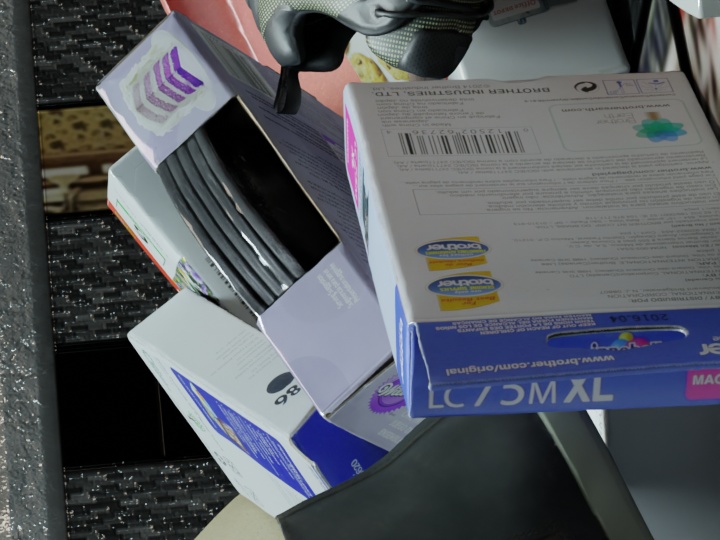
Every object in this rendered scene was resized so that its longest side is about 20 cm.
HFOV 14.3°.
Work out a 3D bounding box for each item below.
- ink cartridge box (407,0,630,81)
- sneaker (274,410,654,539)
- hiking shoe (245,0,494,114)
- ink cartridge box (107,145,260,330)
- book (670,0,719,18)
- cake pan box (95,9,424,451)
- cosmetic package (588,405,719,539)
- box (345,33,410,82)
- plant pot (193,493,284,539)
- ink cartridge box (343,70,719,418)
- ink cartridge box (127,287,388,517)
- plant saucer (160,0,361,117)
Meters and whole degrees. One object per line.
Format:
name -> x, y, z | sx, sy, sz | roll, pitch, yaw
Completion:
ink cartridge box -> 0.054, -0.104, 1.146 | 0.117, 0.067, 0.200 | 98, 157, -72
sneaker -> 0.058, 0.136, 0.903 | 0.200, 0.106, 0.075 | 61, 177, -2
hiking shoe -> 0.035, -0.124, 1.048 | 0.200, 0.076, 0.101 | -21, 82, 43
ink cartridge box -> -0.065, -0.008, 1.313 | 0.109, 0.050, 0.200 | 50, 172, 0
book -> 0.090, -0.187, 0.861 | 0.134, 0.048, 0.200 | -117, 21, -72
cake pan box -> 0.000, 0.000, 1.135 | 0.184, 0.052, 0.200 | 52, -169, 29
cosmetic package -> 0.095, 0.070, 1.017 | 0.151, 0.052, 0.200 | -100, 6, -59
box -> 0.021, -0.098, 1.240 | 0.041, 0.039, 0.200 | -30, 91, 42
plant pot -> 0.010, 0.149, 1.296 | 0.200, 0.200, 0.135 | 107, -174, -78
ink cartridge box -> 0.064, -0.005, 0.901 | 0.200, 0.119, 0.042 | -105, 14, -63
ink cartridge box -> -0.022, 0.075, 1.165 | 0.100, 0.039, 0.200 | 57, 167, -26
plant saucer -> 0.003, -0.090, 1.342 | 0.200, 0.037, 0.200 | -27, 88, 54
